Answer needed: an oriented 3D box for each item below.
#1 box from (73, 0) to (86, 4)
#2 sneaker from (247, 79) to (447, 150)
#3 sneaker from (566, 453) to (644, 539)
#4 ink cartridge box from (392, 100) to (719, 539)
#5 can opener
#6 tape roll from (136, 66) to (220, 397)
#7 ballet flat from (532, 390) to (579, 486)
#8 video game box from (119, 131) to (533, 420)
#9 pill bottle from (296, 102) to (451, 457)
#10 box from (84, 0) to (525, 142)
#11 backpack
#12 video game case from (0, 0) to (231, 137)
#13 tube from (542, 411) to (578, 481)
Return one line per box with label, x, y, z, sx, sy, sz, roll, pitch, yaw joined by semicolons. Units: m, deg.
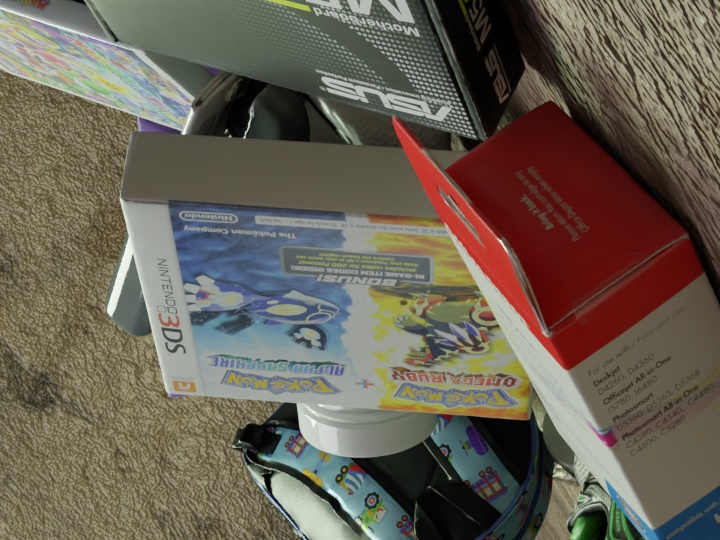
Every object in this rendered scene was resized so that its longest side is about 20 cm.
box;-0.128;-0.216;0.976;0.106;0.150;0.200;14;171;7
sneaker;-0.016;-0.108;0.988;0.201;0.075;0.114;62;158;28
sneaker;0.139;0.119;1.027;0.078;0.085;0.200;57;178;-5
ink cartridge box;0.095;0.016;0.772;0.201;0.067;0.116;59;176;-39
can opener;-0.079;-0.029;0.993;0.067;0.053;0.201;37;139;11
tape roll;-0.097;-0.026;1.182;0.200;0.065;0.202;173;90;-84
ballet flat;0.129;0.103;1.451;0.068;0.046;0.200;59;177;-36
video game box;-0.009;0.007;0.954;0.183;0.198;0.047;85;-170;-59
pill bottle;0.000;0.000;1.125;0.112;0.111;0.202;-128;32;-62
box;-0.048;-0.140;0.763;0.198;0.048;0.194;18;155;26
backpack;0.043;0.131;1.239;0.135;0.183;0.200;45;180;-43
video game case;-0.153;-0.117;1.038;0.199;0.018;0.143;20;170;29
tube;0.150;0.114;1.250;0.200;0.051;0.059;53;-136;-73
